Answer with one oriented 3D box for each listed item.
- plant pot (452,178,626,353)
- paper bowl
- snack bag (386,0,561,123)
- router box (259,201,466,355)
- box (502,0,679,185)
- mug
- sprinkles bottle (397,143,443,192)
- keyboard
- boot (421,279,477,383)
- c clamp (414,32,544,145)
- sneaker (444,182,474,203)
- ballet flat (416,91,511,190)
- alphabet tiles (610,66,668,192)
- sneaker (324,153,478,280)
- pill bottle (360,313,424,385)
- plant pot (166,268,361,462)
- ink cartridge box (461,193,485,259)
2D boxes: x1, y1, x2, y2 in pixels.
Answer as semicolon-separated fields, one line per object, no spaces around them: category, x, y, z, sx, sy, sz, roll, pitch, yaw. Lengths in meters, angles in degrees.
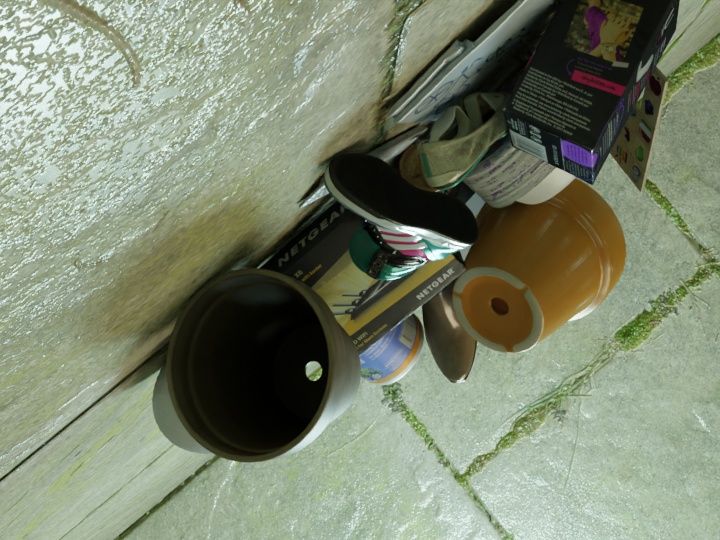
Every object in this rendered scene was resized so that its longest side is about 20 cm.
plant pot;0.211;0.004;1.463;0.183;0.200;0.200;-45;179;-44
paper bowl;0.212;-0.162;1.388;0.201;0.104;0.201;-47;-165;16
snack bag;0.122;-0.222;1.184;0.200;0.021;0.188;-42;174;19
router box;0.000;0.000;1.361;0.200;0.157;0.052;-40;-149;16
box;0.243;-0.213;1.210;0.201;0.105;0.122;-60;164;-6
mug;-0.172;0.130;1.432;0.175;0.147;0.202;-35;-150;54
sprinkles bottle;0.072;-0.104;1.489;0.068;0.068;0.200;-38;173;-11
keyboard;0.006;-0.116;1.277;0.199;0.011;0.056;-33;170;-48
boot;0.102;0.029;1.487;0.069;0.202;0.146;-12;157;7
c clamp;0.157;-0.215;1.370;0.200;0.027;0.171;-43;177;15
sneaker;0.173;-0.144;1.512;0.201;0.081;0.077;-59;-176;5
ballet flat;0.124;-0.159;1.249;0.067;0.063;0.200;-11;-155;40
alphabet tiles;0.296;-0.218;1.368;0.007;0.201;0.168;-17;141;-13
sneaker;0.016;-0.052;1.230;0.199;0.084;0.120;23;141;-34
pill bottle;-0.017;0.059;1.501;0.111;0.199;0.113;-28;-137;30
plant pot;-0.085;0.107;1.267;0.200;0.201;0.173;-41;160;12
ink cartridge box;0.145;-0.093;1.640;0.200;0.136;0.077;-46;-173;49
